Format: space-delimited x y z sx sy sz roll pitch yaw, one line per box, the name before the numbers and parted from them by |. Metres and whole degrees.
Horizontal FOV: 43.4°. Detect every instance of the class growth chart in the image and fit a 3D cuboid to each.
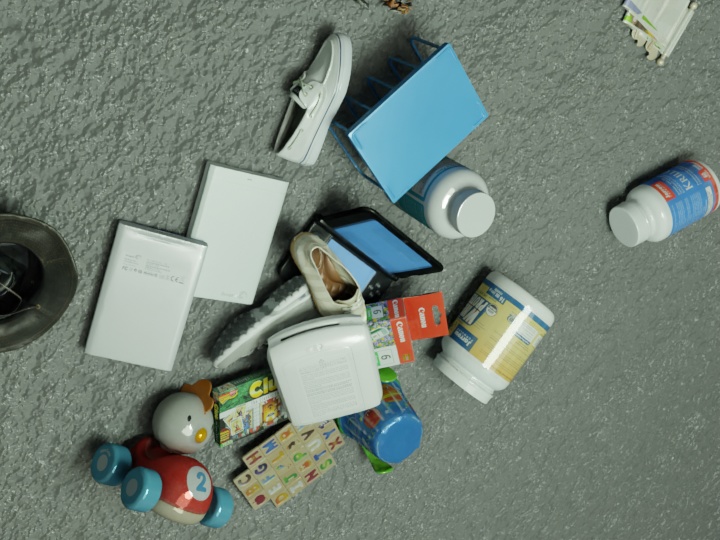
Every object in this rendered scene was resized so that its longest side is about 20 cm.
growth chart | 0.518 -0.467 1.588 0.199 0.018 0.145 36 92 -36

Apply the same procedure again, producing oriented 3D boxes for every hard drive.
hard drive | -0.313 0.039 1.322 0.130 0.025 0.203 14 104 -19
hard drive | -0.196 -0.053 1.363 0.130 0.026 0.203 10 106 -33

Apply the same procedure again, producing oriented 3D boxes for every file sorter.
file sorter | 0.062 -0.234 1.369 0.200 0.123 0.139 -43 125 -7

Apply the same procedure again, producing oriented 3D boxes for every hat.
hat | -0.474 0.004 1.199 0.198 0.081 0.203 -9 118 -17

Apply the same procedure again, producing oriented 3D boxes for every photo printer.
photo printer | -0.056 0.151 1.417 0.164 0.070 0.201 -14 137 -1

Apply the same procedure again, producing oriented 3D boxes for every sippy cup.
sippy cup | 0.040 0.263 1.578 0.139 0.130 0.178 -42 126 -6

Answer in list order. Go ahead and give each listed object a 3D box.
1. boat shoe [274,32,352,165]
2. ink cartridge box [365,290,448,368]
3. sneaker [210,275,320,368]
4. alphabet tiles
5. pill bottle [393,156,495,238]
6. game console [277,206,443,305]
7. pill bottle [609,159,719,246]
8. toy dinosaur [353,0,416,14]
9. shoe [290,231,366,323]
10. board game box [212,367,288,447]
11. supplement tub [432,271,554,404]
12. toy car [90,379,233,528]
boat shoe | -0.071 -0.249 1.315 0.066 0.073 0.203 7 109 -34
ink cartridge box | 0.048 0.105 1.505 0.197 0.051 0.110 -11 131 4
sneaker | -0.144 0.098 1.415 0.199 0.075 0.082 -35 116 2
alphabet tiles | -0.121 0.332 1.576 0.199 0.006 0.167 -34 135 -12
pill bottle | 0.126 -0.119 1.410 0.109 0.200 0.112 -12 118 -24
game console | 0.000 0.000 1.444 0.199 0.116 0.177 36 92 -36
pill bottle | 0.576 -0.123 1.720 0.198 0.112 0.113 -27 123 -18
toy dinosaur | 0.020 -0.444 1.273 0.136 0.103 0.199 -46 150 16
shoe | -0.041 0.028 1.388 0.070 0.053 0.201 -45 123 -20
board game box | -0.152 0.209 1.487 0.198 0.023 0.106 -19 120 -35
supplement tub | 0.235 0.120 1.616 0.144 0.144 0.201 35 92 -36
toy car | -0.273 0.265 1.389 0.184 0.176 0.202 30 83 -46
